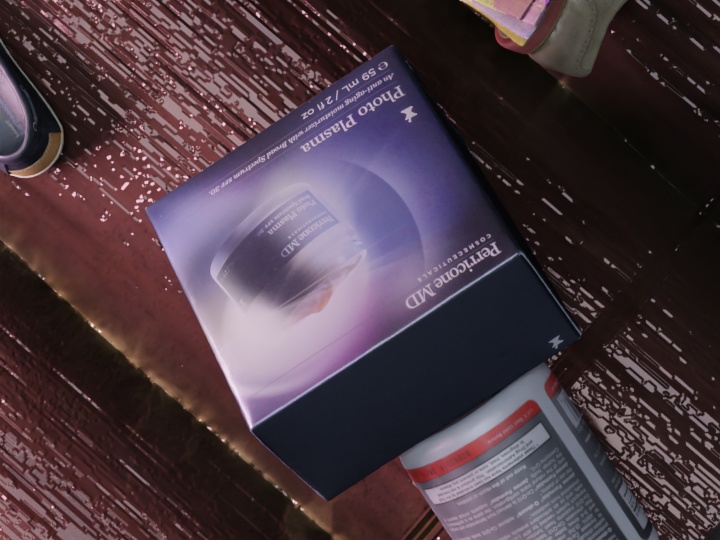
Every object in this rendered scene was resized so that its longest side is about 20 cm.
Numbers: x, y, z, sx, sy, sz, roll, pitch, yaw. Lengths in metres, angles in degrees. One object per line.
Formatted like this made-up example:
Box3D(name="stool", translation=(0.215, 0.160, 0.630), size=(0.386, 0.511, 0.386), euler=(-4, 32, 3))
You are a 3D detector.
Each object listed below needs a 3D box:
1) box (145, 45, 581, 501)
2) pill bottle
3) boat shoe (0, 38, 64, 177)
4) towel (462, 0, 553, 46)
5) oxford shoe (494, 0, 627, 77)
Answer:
Box3D(name="box", translation=(0.000, 0.000, 1.359), size=(0.200, 0.123, 0.198), euler=(-34, 54, 6))
Box3D(name="pill bottle", translation=(0.123, 0.168, 1.394), size=(0.116, 0.116, 0.200), euler=(-33, 95, 6))
Box3D(name="boat shoe", translation=(-0.281, -0.146, 1.457), size=(0.075, 0.062, 0.200), euler=(-42, 86, 7))
Box3D(name="towel", translation=(0.123, -0.252, 1.393), size=(0.023, 0.144, 0.200), euler=(30, 95, -41))
Box3D(name="oxford shoe", translation=(0.161, -0.224, 1.420), size=(0.075, 0.070, 0.200), euler=(28, 90, -26))
